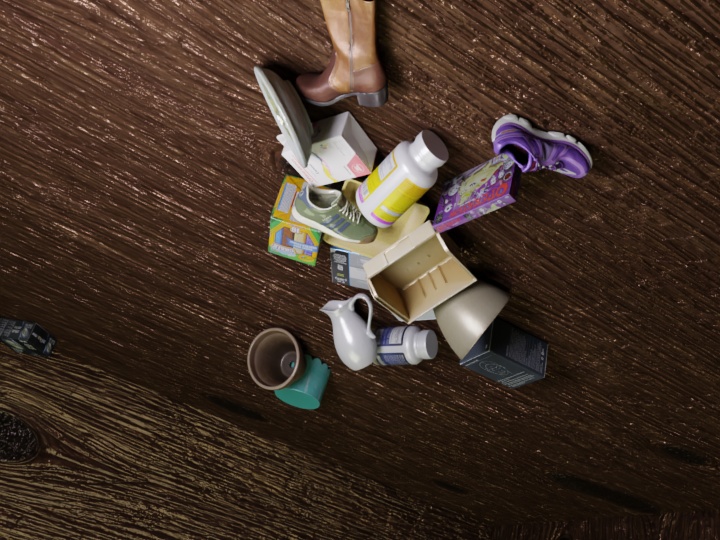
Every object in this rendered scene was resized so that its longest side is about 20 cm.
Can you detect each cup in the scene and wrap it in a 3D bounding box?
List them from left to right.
[{"bbox_3d":[0.262,0.097,1.690,0.142,0.200,0.202,39,153,12],"label":"cup"}]

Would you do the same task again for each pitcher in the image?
[{"bbox_3d":[-0.010,0.173,1.954,0.168,0.121,0.205,-19,99,36],"label":"pitcher"}]

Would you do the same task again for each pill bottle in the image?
[{"bbox_3d":[0.084,-0.182,1.337,0.103,0.106,0.199,29,131,-24],"label":"pill bottle"},{"bbox_3d":[0.128,0.224,2.018,0.195,0.114,0.111,-6,145,34],"label":"pill bottle"}]

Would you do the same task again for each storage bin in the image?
[{"bbox_3d":[0.134,0.004,1.541,0.197,0.095,0.198,-33,147,15],"label":"storage bin"}]

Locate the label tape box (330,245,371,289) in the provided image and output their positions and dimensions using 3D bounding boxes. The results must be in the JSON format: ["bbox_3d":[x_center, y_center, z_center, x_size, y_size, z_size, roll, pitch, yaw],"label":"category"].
[{"bbox_3d":[0.000,0.000,1.725,0.139,0.067,0.203,11,140,10],"label":"label tape box"}]

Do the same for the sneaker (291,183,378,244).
[{"bbox_3d":[-0.046,-0.124,1.440,0.194,0.068,0.091,17,137,-9],"label":"sneaker"}]

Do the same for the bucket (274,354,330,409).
[{"bbox_3d":[-0.215,0.406,2.470,0.201,0.138,0.209,12,149,7],"label":"bucket"}]

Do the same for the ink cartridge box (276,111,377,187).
[{"bbox_3d":[-0.078,-0.239,1.384,0.196,0.069,0.116,-8,144,36],"label":"ink cartridge box"}]

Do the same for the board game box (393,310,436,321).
[{"bbox_3d":[0.145,0.073,1.844,0.195,0.026,0.200,-7,144,35],"label":"board game box"}]

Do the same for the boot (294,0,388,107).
[{"bbox_3d":[-0.048,-0.375,1.147,0.184,0.069,0.203,16,147,24],"label":"boot"}]

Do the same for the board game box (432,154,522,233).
[{"bbox_3d":[0.229,-0.155,1.321,0.032,0.123,0.198,31,147,-29],"label":"board game box"}]

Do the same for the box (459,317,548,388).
[{"bbox_3d":[0.403,0.235,1.906,0.196,0.110,0.148,25,150,-18],"label":"box"}]

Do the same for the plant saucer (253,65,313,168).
[{"bbox_3d":[-0.131,-0.292,1.254,0.049,0.203,0.202,-27,146,-4],"label":"plant saucer"}]

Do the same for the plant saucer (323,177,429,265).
[{"bbox_3d":[0.034,-0.117,1.519,0.194,0.049,0.202,18,137,-8],"label":"plant saucer"}]

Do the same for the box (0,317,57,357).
[{"bbox_3d":[-1.458,0.293,2.943,0.194,0.088,0.165,6,149,17],"label":"box"}]

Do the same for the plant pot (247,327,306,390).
[{"bbox_3d":[-0.263,0.311,2.309,0.194,0.207,0.174,3,166,21],"label":"plant pot"}]

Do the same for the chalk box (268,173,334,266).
[{"bbox_3d":[-0.143,-0.104,1.586,0.120,0.128,0.201,16,150,-2],"label":"chalk box"}]

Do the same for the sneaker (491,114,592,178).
[{"bbox_3d":[0.325,-0.205,1.228,0.194,0.085,0.081,18,151,-6],"label":"sneaker"}]
